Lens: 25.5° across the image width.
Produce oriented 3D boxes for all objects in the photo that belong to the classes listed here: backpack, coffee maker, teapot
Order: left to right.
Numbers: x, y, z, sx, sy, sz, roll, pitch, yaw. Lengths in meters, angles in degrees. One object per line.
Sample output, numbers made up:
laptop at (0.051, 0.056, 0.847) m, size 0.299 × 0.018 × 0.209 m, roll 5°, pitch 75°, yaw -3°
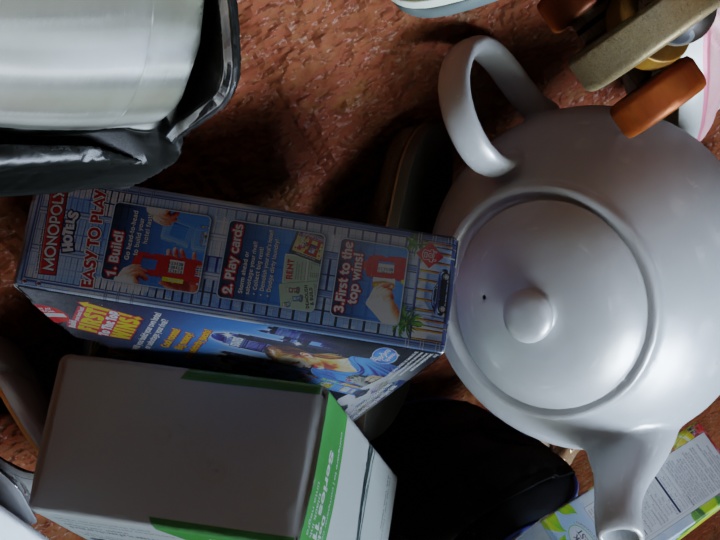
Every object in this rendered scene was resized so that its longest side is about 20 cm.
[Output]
coffee maker at (-0.168, -0.070, 0.547) m, size 0.198 × 0.135 × 0.193 m, roll -8°, pitch 147°, yaw -36°
backpack at (0.042, 0.184, 1.126) m, size 0.199 × 0.182 × 0.148 m, roll -18°, pitch 130°, yaw -41°
teapot at (0.109, 0.005, 0.834) m, size 0.146 × 0.199 × 0.199 m, roll -17°, pitch 132°, yaw -61°

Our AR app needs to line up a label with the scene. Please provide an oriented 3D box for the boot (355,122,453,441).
boot at (0.000, 0.000, 0.912) m, size 0.073 × 0.075 × 0.202 m, roll -29°, pitch 141°, yaw -50°

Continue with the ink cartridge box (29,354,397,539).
ink cartridge box at (-0.069, 0.119, 0.859) m, size 0.145 × 0.084 × 0.200 m, roll 5°, pitch 161°, yaw 15°

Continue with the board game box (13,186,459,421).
board game box at (-0.078, 0.019, 0.810) m, size 0.198 × 0.062 × 0.200 m, roll 15°, pitch 158°, yaw -14°

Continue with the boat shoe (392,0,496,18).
boat shoe at (0.099, -0.162, 0.725) m, size 0.199 × 0.073 × 0.062 m, roll -32°, pitch 150°, yaw -8°

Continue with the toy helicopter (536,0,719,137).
toy helicopter at (0.178, -0.146, 0.712) m, size 0.199 × 0.079 × 0.132 m, roll -36°, pitch 180°, yaw -2°

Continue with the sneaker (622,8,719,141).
sneaker at (0.202, -0.140, 0.860) m, size 0.104 × 0.076 × 0.201 m, roll -20°, pitch 148°, yaw -8°

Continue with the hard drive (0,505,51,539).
hard drive at (-0.218, 0.123, 0.840) m, size 0.026 × 0.131 × 0.200 m, roll -58°, pitch 158°, yaw -16°

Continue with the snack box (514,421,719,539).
snack box at (0.115, 0.177, 0.934) m, size 0.141 × 0.053 × 0.200 m, roll -22°, pitch 160°, yaw -38°

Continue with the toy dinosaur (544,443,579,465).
toy dinosaur at (0.120, 0.168, 1.303) m, size 0.134 × 0.086 × 0.201 m, roll -13°, pitch 143°, yaw -17°

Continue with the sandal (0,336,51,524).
sandal at (-0.186, 0.109, 0.895) m, size 0.059 × 0.080 × 0.207 m, roll -28°, pitch 155°, yaw -9°
